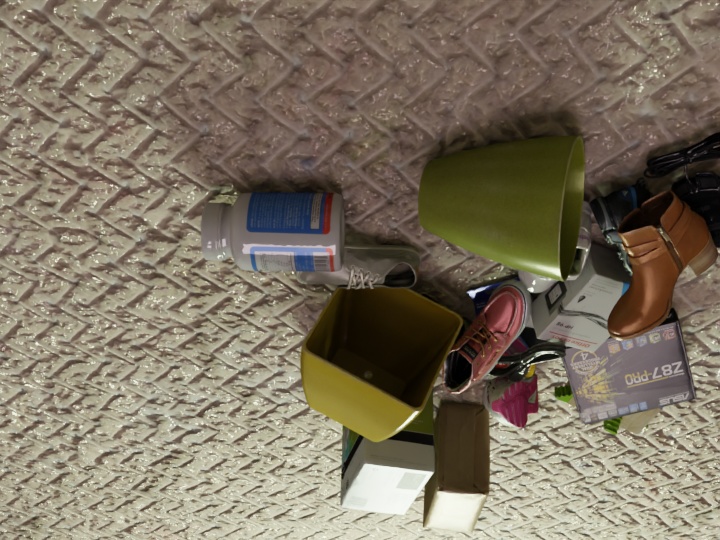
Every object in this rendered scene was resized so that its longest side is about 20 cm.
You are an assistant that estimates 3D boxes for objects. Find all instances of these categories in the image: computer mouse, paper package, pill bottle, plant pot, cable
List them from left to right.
[{"bbox_3d":[-0.123,-0.056,1.423,0.197,0.113,0.113,2,144,3],"label":"pill bottle"},{"bbox_3d":[0.016,0.147,1.555,0.198,0.201,0.177,28,139,4],"label":"plant pot"},{"bbox_3d":[0.185,0.382,1.921,0.102,0.192,0.201,6,143,0],"label":"paper package"},{"bbox_3d":[0.183,-0.091,1.318,0.198,0.189,0.188,7,146,20],"label":"plant pot"},{"bbox_3d":[0.264,0.137,1.625,0.096,0.051,0.200,16,153,-7],"label":"cable"},{"bbox_3d":[0.490,-0.115,1.347,0.140,0.046,0.200,-22,128,41],"label":"computer mouse"}]

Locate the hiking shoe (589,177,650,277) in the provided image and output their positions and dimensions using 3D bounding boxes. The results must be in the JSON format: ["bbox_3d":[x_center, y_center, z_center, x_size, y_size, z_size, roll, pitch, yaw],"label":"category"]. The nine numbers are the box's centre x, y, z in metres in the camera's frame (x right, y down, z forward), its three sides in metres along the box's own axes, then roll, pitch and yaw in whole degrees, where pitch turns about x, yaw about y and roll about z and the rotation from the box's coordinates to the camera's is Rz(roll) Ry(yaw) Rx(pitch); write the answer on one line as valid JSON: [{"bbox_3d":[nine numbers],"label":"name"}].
[{"bbox_3d":[0.402,-0.051,1.420,0.086,0.075,0.200,-28,142,19],"label":"hiking shoe"}]

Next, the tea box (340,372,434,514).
[{"bbox_3d":[0.047,0.313,1.833,0.132,0.199,0.201,10,143,-10],"label":"tea box"}]

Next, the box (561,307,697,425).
[{"bbox_3d":[0.444,0.162,1.662,0.198,0.049,0.163,-15,118,13],"label":"box"}]

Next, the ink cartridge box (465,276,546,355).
[{"bbox_3d":[0.256,0.086,1.651,0.094,0.037,0.200,-16,137,24],"label":"ink cartridge box"}]

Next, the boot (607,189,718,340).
[{"bbox_3d":[0.388,-0.009,1.366,0.200,0.074,0.154,-47,131,5],"label":"boot"}]

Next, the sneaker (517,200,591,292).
[{"bbox_3d":[0.280,-0.015,1.455,0.074,0.101,0.201,7,145,-9],"label":"sneaker"}]

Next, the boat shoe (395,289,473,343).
[{"bbox_3d":[0.147,0.095,1.640,0.200,0.074,0.063,35,139,-25],"label":"boat shoe"}]

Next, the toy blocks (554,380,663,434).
[{"bbox_3d":[0.462,0.203,1.753,0.198,0.100,0.137,24,127,-11],"label":"toy blocks"}]

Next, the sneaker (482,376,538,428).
[{"bbox_3d":[0.254,0.231,1.755,0.087,0.083,0.200,-3,177,23],"label":"sneaker"}]

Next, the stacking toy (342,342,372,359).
[{"bbox_3d":[-0.005,0.133,1.701,0.199,0.086,0.085,-29,133,30],"label":"stacking toy"}]

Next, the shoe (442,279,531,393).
[{"bbox_3d":[0.194,0.108,1.548,0.071,0.091,0.201,39,129,18],"label":"shoe"}]

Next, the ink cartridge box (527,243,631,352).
[{"bbox_3d":[0.345,0.058,1.545,0.115,0.067,0.201,14,134,-22],"label":"ink cartridge box"}]

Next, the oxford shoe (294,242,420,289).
[{"bbox_3d":[0.000,0.000,1.498,0.197,0.058,0.076,-2,139,-15],"label":"oxford shoe"}]
